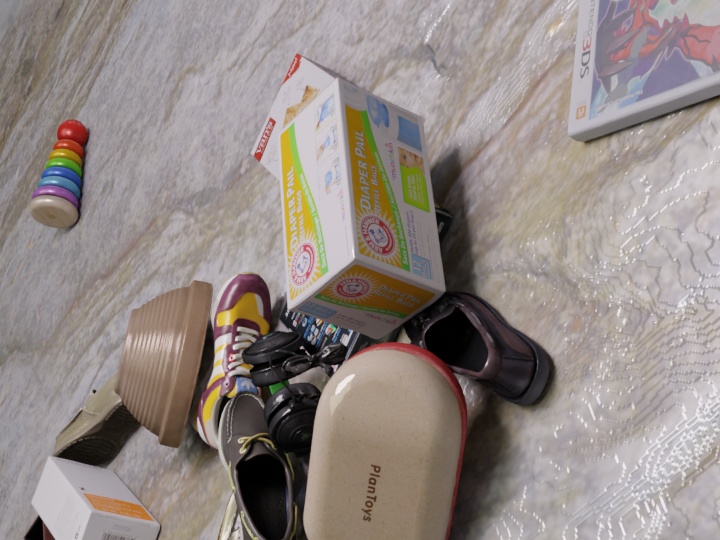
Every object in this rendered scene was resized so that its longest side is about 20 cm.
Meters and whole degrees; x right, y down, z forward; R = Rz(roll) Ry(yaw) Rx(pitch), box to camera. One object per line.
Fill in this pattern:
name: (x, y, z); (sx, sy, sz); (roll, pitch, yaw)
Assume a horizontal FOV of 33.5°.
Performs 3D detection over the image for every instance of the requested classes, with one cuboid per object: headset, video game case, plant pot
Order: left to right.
plant pot: (-0.241, 0.105, 1.439); (0.201, 0.091, 0.204); (-167, 90, -79)
headset: (-0.060, 0.112, 1.191); (0.200, 0.093, 0.125); (101, 149, -73)
video game case: (0.250, -0.215, 0.970); (0.199, 0.023, 0.185); (-16, 62, 53)

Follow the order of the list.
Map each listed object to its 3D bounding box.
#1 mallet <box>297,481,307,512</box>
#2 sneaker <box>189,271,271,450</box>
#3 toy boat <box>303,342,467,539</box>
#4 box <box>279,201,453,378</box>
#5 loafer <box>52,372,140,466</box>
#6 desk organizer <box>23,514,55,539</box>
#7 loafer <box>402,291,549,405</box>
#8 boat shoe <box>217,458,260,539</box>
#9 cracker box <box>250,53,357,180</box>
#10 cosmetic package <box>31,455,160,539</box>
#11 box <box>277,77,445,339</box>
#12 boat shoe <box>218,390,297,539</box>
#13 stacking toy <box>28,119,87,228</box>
mallet: (-0.034, 0.298, 1.138); (0.066, 0.041, 0.203); (-24, 59, 54)
sneaker: (-0.135, 0.105, 1.360); (0.090, 0.074, 0.203); (27, 106, 60)
toy boat: (0.029, 0.158, 1.043); (0.131, 0.128, 0.203); (-44, -36, -68)
box: (0.000, 0.000, 1.224); (0.159, 0.046, 0.202); (40, 109, 56)
loafer: (-0.354, 0.206, 1.650); (0.199, 0.075, 0.069); (-38, 43, 29)
desk organizer: (-0.397, 0.422, 1.594); (0.072, 0.076, 0.201); (-52, 37, 28)
loafer: (0.086, 0.057, 1.046); (0.199, 0.062, 0.073); (29, 98, 58)
boat shoe: (-0.115, 0.289, 1.241); (0.064, 0.074, 0.202); (11, 63, 14)
cracker box: (-0.045, -0.154, 1.363); (0.135, 0.057, 0.200); (-64, 32, 11)
cosmetic package: (-0.344, 0.314, 1.547); (0.199, 0.100, 0.072); (22, 92, 58)
box: (-0.003, -0.056, 1.111); (0.101, 0.111, 0.203); (-36, 48, 40)
boat shoe: (-0.100, 0.204, 1.219); (0.061, 0.071, 0.203); (108, 152, -50)
stacking toy: (-0.522, -0.180, 2.102); (0.085, 0.085, 0.203); (-31, 46, 46)
